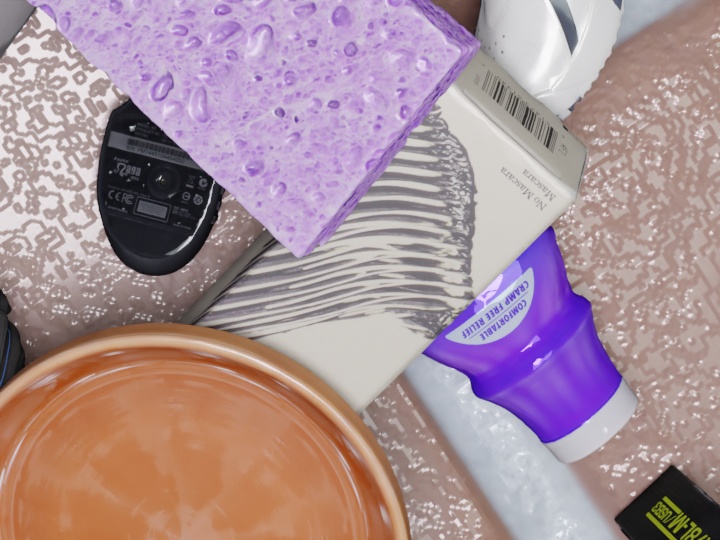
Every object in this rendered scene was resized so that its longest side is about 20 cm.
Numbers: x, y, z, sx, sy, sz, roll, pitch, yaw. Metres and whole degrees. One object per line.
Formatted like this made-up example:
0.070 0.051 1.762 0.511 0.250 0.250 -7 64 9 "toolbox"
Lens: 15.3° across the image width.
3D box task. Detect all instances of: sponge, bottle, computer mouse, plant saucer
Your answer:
-0.059 -0.113 1.066 0.200 0.030 0.112 43 113 6 "sponge"
0.046 -0.002 1.198 0.083 0.065 0.200 -38 102 7 "bottle"
-0.070 -0.095 1.192 0.058 0.034 0.201 17 92 8 "computer mouse"
-0.077 0.115 1.134 0.200 0.032 0.201 3 112 8 "plant saucer"

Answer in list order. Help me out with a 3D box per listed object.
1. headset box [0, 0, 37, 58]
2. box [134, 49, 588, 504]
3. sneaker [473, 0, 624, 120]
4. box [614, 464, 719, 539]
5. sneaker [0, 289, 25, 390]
-0.233 -0.149 1.136 0.200 0.077 0.149 35 93 -10 "headset box"
0.000 0.000 1.131 0.082 0.068 0.200 40 112 -7 "box"
0.056 -0.162 1.147 0.129 0.079 0.200 21 96 -31 "sneaker"
0.209 0.187 1.183 0.048 0.193 0.200 -42 102 2 "box"
-0.183 0.015 1.119 0.111 0.200 0.077 21 61 -15 "sneaker"
